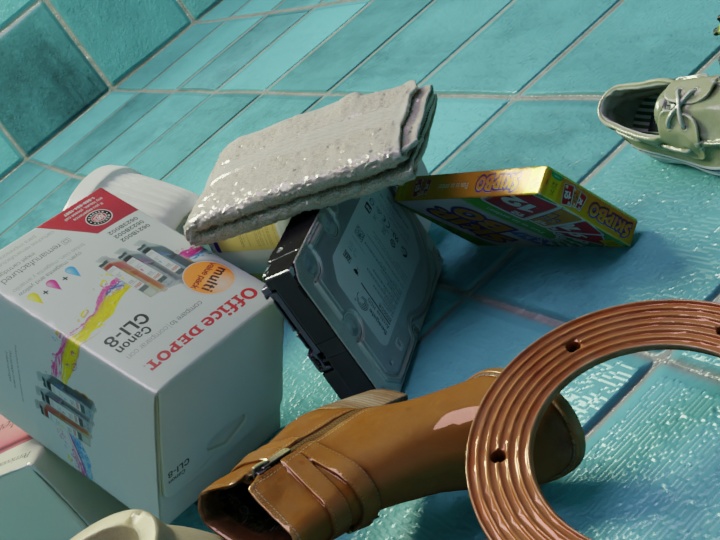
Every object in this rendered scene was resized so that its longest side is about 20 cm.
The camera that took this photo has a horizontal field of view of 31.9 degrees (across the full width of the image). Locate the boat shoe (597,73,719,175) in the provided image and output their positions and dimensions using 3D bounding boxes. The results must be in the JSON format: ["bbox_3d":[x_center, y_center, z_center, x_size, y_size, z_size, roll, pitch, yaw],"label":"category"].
[{"bbox_3d":[0.239,-0.106,0.902,0.200,0.061,0.073,-172,95,-69],"label":"boat shoe"}]

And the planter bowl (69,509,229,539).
[{"bbox_3d":[-0.124,0.224,0.717,0.199,0.135,0.201,-31,21,13],"label":"planter bowl"}]

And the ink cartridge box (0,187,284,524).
[{"bbox_3d":[-0.174,0.063,0.962,0.199,0.146,0.145,28,44,25],"label":"ink cartridge box"}]

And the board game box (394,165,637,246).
[{"bbox_3d":[0.109,-0.047,0.965,0.199,0.095,0.030,7,74,59],"label":"board game box"}]

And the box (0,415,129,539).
[{"bbox_3d":[-0.252,0.156,1.085,0.127,0.109,0.201,-24,24,27],"label":"box"}]

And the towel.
[{"bbox_3d":[-0.038,-0.085,0.965,0.198,0.035,0.133,-17,28,20],"label":"towel"}]

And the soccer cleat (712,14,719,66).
[{"bbox_3d":[0.323,-0.191,0.977,0.080,0.068,0.201,-7,34,28],"label":"soccer cleat"}]

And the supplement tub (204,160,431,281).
[{"bbox_3d":[-0.041,-0.058,1.147,0.146,0.146,0.199,-47,24,-26],"label":"supplement tub"}]

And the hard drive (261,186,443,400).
[{"bbox_3d":[0.000,0.000,0.975,0.038,0.140,0.201,-22,25,30],"label":"hard drive"}]

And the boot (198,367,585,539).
[{"bbox_3d":[0.014,0.113,0.721,0.198,0.078,0.154,3,19,43],"label":"boot"}]

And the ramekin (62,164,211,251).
[{"bbox_3d":[-0.209,0.006,1.213,0.104,0.202,0.201,10,40,16],"label":"ramekin"}]

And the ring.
[{"bbox_3d":[0.152,0.092,0.640,0.198,0.019,0.202,-12,41,11],"label":"ring"}]
